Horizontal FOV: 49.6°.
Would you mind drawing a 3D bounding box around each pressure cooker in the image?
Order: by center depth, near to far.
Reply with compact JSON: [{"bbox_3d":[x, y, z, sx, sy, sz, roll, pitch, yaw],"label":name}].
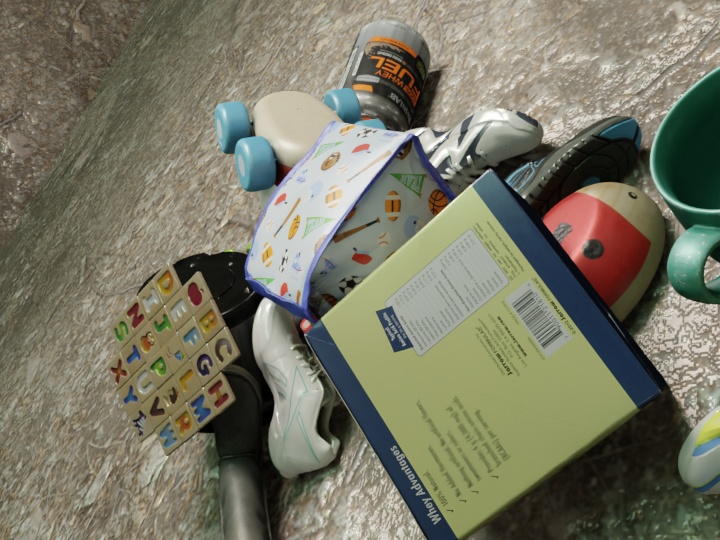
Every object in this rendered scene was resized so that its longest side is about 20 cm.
[{"bbox_3d":[-0.176,0.101,0.969,0.174,0.204,0.177,-8,32,1],"label":"pressure cooker"}]

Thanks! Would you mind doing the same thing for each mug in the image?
[{"bbox_3d":[0.305,-0.065,0.600,0.184,0.114,0.154,-39,35,19],"label":"mug"}]

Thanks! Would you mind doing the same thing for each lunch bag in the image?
[{"bbox_3d":[-0.022,-0.041,0.811,0.201,0.124,0.169,-49,31,-13],"label":"lunch bag"}]

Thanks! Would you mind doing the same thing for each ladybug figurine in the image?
[{"bbox_3d":[0.192,-0.001,0.717,0.202,0.072,0.135,-54,33,-3],"label":"ladybug figurine"}]

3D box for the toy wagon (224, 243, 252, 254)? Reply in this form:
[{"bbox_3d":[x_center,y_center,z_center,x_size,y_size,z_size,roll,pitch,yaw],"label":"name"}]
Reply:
[{"bbox_3d":[-0.221,0.040,1.223,0.198,0.039,0.158,-9,51,48],"label":"toy wagon"}]

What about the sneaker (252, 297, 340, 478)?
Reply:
[{"bbox_3d":[-0.067,0.124,0.877,0.079,0.070,0.205,-17,79,28],"label":"sneaker"}]

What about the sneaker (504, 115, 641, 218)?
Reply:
[{"bbox_3d":[0.195,-0.097,0.807,0.199,0.073,0.083,-38,34,19],"label":"sneaker"}]

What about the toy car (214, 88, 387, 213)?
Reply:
[{"bbox_3d":[-0.076,-0.105,0.990,0.180,0.204,0.178,-12,40,-21],"label":"toy car"}]

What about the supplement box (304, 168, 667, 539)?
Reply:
[{"bbox_3d":[0.100,0.072,0.623,0.199,0.134,0.202,-40,70,16],"label":"supplement box"}]

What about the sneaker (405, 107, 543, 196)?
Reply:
[{"bbox_3d":[0.119,-0.107,0.916,0.195,0.079,0.133,-2,69,34],"label":"sneaker"}]

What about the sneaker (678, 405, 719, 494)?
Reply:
[{"bbox_3d":[0.297,0.113,0.472,0.198,0.075,0.106,-34,37,24],"label":"sneaker"}]

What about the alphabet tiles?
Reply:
[{"bbox_3d":[-0.210,0.099,0.852,0.199,0.006,0.169,-39,71,31],"label":"alphabet tiles"}]

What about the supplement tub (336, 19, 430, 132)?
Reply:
[{"bbox_3d":[0.025,-0.250,1.123,0.121,0.122,0.204,-14,48,43],"label":"supplement tub"}]

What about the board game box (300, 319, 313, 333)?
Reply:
[{"bbox_3d":[0.000,0.000,0.882,0.202,0.030,0.096,-54,31,4],"label":"board game box"}]

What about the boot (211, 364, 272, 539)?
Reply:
[{"bbox_3d":[-0.130,0.228,0.827,0.071,0.185,0.202,-10,33,2],"label":"boot"}]

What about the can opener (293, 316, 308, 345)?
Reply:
[{"bbox_3d":[-0.014,0.022,0.970,0.200,0.053,0.067,-46,32,11],"label":"can opener"}]
